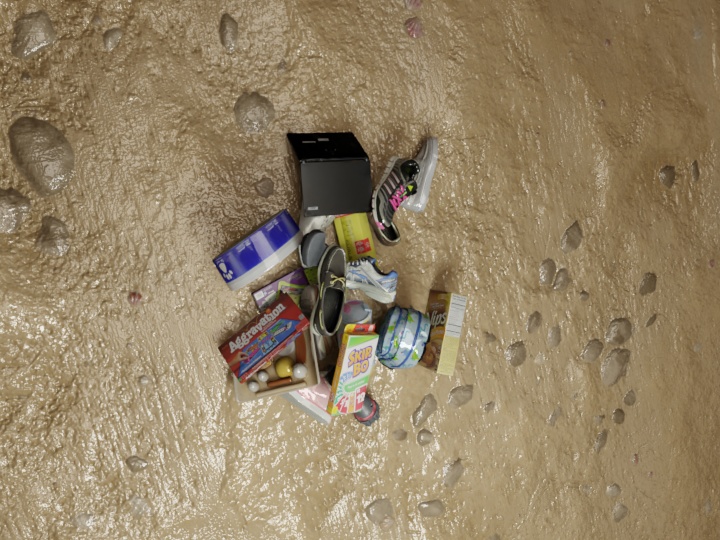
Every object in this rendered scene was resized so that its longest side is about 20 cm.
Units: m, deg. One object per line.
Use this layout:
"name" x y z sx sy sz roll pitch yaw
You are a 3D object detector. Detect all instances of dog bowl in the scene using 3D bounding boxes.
"dog bowl" -0.221 -0.047 1.200 0.199 0.199 0.080 -38 102 -16

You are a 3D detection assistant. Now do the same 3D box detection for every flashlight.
"flashlight" -0.016 0.301 1.323 0.201 0.066 0.069 58 30 -44

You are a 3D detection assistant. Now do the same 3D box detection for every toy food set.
"toy food set" -0.193 0.201 1.241 0.194 0.061 0.148 -13 72 3

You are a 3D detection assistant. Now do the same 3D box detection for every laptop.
"laptop" -0.073 -0.233 1.306 0.172 0.202 0.105 -6 133 -22

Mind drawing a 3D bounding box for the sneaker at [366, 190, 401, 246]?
"sneaker" 0.039 -0.149 1.371 0.070 0.075 0.201 -43 107 -15

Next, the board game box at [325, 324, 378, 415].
"board game box" -0.016 0.220 1.236 0.094 0.030 0.206 5 100 -44

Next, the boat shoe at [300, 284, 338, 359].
"boat shoe" -0.093 0.115 1.306 0.070 0.075 0.205 -24 129 -25

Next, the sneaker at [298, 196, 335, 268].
"sneaker" -0.100 -0.106 1.299 0.082 0.073 0.207 4 86 6

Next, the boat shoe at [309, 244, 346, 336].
"boat shoe" -0.060 0.044 1.224 0.070 0.060 0.208 14 82 -33

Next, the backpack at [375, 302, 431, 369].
"backpack" 0.102 0.162 1.343 0.151 0.199 0.167 28 83 -19

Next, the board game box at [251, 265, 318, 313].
"board game box" -0.150 0.063 1.326 0.197 0.032 0.123 -28 99 -19

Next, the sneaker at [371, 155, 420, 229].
"sneaker" 0.089 -0.190 1.312 0.074 0.085 0.204 51 51 -46

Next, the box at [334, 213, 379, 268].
"box" -0.010 -0.066 1.350 0.050 0.073 0.206 -26 106 -60

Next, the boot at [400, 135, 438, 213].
"boot" 0.135 -0.257 1.411 0.093 0.073 0.206 14 80 -14

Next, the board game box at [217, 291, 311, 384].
"board game box" -0.215 0.148 1.237 0.199 0.020 0.103 -40 61 -10

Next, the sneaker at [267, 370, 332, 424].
"sneaker" -0.132 0.270 1.322 0.198 0.075 0.106 37 63 -11

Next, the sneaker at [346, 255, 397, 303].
"sneaker" 0.000 0.000 1.300 0.195 0.077 0.087 21 104 6

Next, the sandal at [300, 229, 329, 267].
"sandal" -0.107 -0.045 1.198 0.042 0.200 0.077 28 83 4

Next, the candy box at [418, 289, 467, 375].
"candy box" 0.209 0.157 1.431 0.054 0.115 0.206 11 88 -22

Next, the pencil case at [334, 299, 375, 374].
"pencil case" -0.011 0.168 1.312 0.088 0.084 0.204 -4 128 3
